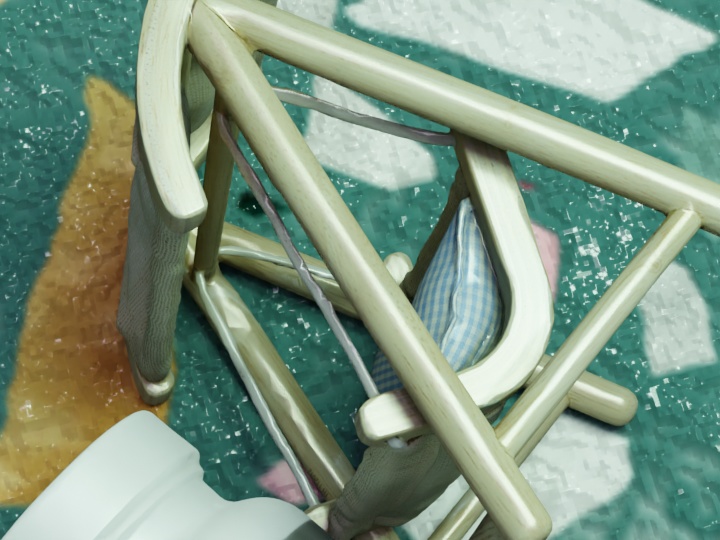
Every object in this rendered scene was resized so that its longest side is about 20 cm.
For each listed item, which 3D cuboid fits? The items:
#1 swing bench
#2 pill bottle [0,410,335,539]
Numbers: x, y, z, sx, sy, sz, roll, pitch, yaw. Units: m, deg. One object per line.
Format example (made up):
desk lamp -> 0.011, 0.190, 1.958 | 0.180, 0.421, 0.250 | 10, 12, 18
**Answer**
swing bench -> 0.000, 0.000, 0.747 | 0.200, 0.199, 0.130 | 39, 71, 7
pill bottle -> -0.028, 0.147, 0.738 | 0.200, 0.116, 0.116 | 41, 72, 8
